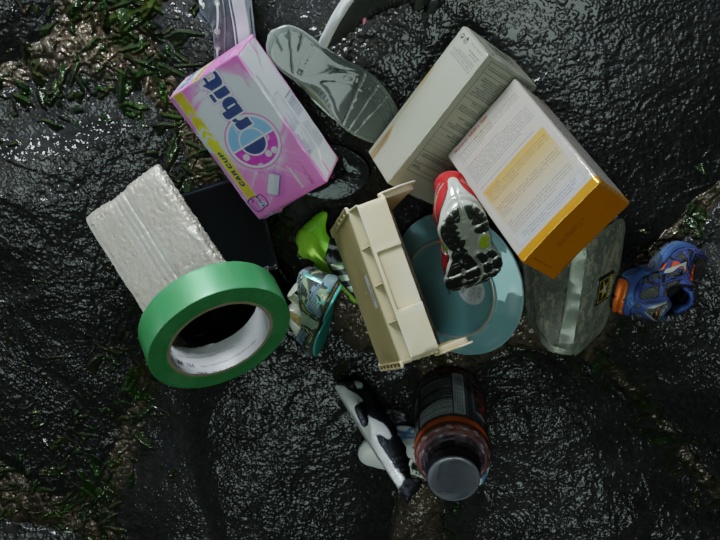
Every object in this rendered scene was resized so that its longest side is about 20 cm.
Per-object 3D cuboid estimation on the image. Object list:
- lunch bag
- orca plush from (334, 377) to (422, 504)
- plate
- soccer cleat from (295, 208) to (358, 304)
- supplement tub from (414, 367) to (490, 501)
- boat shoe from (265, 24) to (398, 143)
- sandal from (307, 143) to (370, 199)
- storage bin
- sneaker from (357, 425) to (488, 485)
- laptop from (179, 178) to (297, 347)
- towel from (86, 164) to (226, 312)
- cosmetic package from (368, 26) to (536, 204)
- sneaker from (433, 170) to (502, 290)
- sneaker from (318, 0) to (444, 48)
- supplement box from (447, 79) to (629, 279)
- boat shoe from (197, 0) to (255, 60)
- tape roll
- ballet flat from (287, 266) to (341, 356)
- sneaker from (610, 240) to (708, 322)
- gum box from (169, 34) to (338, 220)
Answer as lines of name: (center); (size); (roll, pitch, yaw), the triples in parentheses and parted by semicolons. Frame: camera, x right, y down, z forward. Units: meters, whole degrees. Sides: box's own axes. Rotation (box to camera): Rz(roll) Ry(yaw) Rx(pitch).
lunch bag: (0.266, -0.006, 1.259); (0.115, 0.201, 0.167); (5, 114, 1)
orca plush: (0.041, 0.223, 1.409); (0.070, 0.201, 0.106); (-31, 137, -8)
plate: (0.123, 0.022, 1.325); (0.198, 0.025, 0.204); (14, 116, 31)
soccer cleat: (0.000, 0.000, 1.356); (0.199, 0.068, 0.081); (40, 98, -13)
supplement tub: (0.126, 0.228, 1.373); (0.105, 0.201, 0.109); (1, 116, 3)
boat shoe: (-0.034, -0.237, 1.256); (0.200, 0.065, 0.075); (33, 100, -16)
sandal: (-0.086, -0.134, 1.307); (0.197, 0.048, 0.077); (11, 115, -1)
storage bin: (0.046, 0.013, 1.230); (0.092, 0.199, 0.203); (-19, 86, -10)
sneaker: (0.093, 0.278, 1.469); (0.196, 0.073, 0.073); (4, 116, 3)
laptop: (-0.193, -0.006, 1.393); (0.184, 0.117, 0.201); (-16, 141, 11)
towel: (-0.266, -0.026, 1.335); (0.132, 0.034, 0.202); (-34, 85, 7)
cosmetic package: (0.112, -0.187, 1.238); (0.104, 0.072, 0.201); (21, 118, -41)
sneaker: (0.126, -0.048, 1.210); (0.076, 0.086, 0.201); (-15, 147, -1)
sneaker: (0.040, -0.324, 1.188); (0.099, 0.071, 0.200); (40, 96, -12)
supplement box: (0.203, -0.108, 1.160); (0.073, 0.201, 0.126); (22, 119, -43)
boat shoe: (-0.168, -0.324, 1.219); (0.066, 0.072, 0.203); (-3, 121, 3)
tape roll: (-0.192, 0.074, 1.312); (0.198, 0.049, 0.202); (-21, 146, -15)
ballet flat: (-0.069, 0.052, 1.348); (0.073, 0.075, 0.201); (14, 149, -3)
sneaker: (0.399, 0.023, 1.283); (0.078, 0.199, 0.076); (30, 129, 33)
gum box: (-0.126, -0.170, 1.229); (0.112, 0.066, 0.201); (-25, 114, 27)
